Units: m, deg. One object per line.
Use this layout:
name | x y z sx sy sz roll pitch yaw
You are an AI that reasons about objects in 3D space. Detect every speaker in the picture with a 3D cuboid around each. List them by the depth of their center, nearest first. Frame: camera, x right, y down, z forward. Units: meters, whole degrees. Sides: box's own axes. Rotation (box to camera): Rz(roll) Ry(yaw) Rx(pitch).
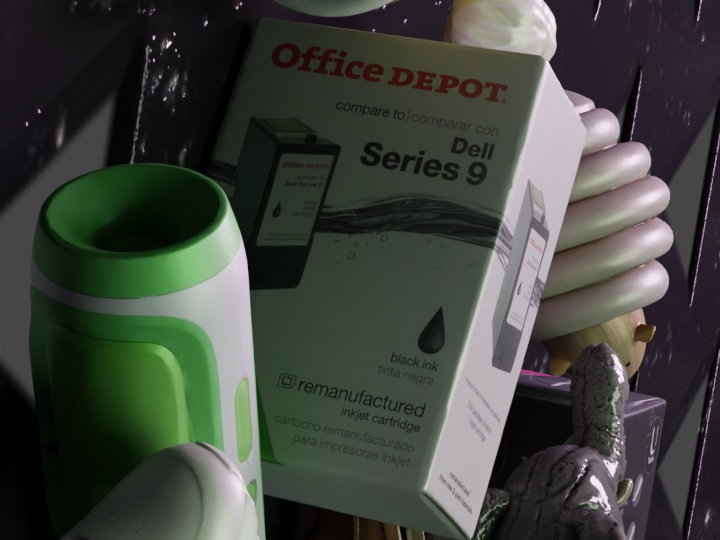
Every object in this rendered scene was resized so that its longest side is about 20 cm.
speaker | -0.083 0.062 1.051 0.088 0.088 0.201 -51 146 -51

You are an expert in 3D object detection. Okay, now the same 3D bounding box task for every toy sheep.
toy sheep | 0.109 -0.031 1.458 0.138 0.137 0.201 -26 94 -65

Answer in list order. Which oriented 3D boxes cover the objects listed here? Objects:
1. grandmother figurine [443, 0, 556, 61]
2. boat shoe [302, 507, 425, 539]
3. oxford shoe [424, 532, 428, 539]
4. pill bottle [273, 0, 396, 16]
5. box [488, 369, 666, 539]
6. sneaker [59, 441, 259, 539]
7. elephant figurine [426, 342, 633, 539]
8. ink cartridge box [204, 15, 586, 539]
grandmother figurine | 0.054 -0.081 1.278 0.200 0.060 0.122 102 -27 -65
boat shoe | -0.005 0.159 1.319 0.072 0.068 0.201 -163 -117 -76
oxford shoe | 0.023 0.140 1.392 0.071 0.071 0.201 41 64 -68
pill bottle | 0.021 -0.180 1.163 0.200 0.111 0.112 -31 128 -63
box | 0.091 0.162 1.505 0.106 0.122 0.201 -8 108 -68
sneaker | -0.115 0.145 0.968 0.200 0.076 0.080 -55 139 -4
elephant figurine | 0.095 0.157 1.363 0.155 0.141 0.201 -140 -134 -67
ink cartridge box | 0.000 0.000 1.155 0.084 0.145 0.201 50 53 -63
